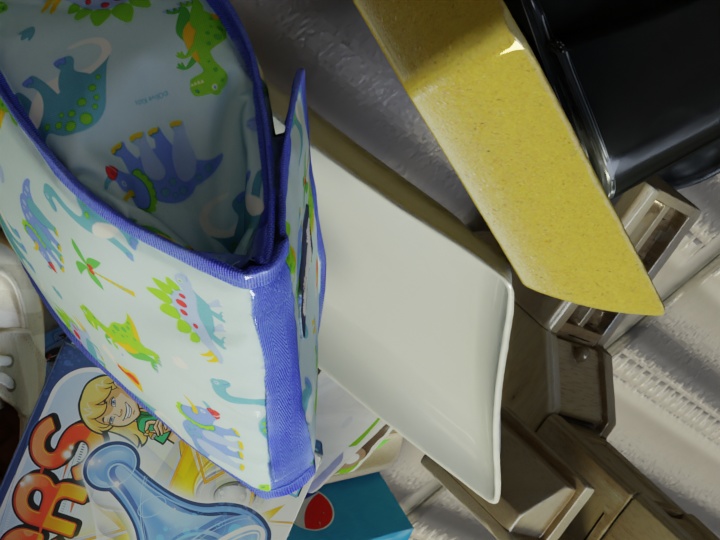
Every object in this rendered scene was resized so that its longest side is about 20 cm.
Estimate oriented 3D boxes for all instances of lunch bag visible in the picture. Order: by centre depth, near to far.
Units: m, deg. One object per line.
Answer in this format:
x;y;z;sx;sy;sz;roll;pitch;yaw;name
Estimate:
-0.077;-0.022;0.833;0.127;0.201;0.171;-25;147;-13;lunch bag

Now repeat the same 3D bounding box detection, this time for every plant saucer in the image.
0.039;-0.087;0.825;0.048;0.201;0.200;-31;139;5;plant saucer

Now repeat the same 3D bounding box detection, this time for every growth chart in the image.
-0.017;0.089;1.147;0.200;0.018;0.144;-43;151;19;growth chart

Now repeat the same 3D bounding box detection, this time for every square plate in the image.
0.000;0.000;0.945;0.028;0.200;0.199;-41;154;-24;square plate

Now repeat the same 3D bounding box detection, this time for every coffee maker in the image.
0.174;-0.108;0.956;0.199;0.193;0.135;-26;165;-9;coffee maker

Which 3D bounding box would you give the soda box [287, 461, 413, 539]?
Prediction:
-0.071;0.175;1.234;0.199;0.068;0.064;-11;142;-33;soda box

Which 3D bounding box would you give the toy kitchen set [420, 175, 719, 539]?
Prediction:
0.138;0.058;1.059;0.181;0.200;0.163;-54;146;11;toy kitchen set

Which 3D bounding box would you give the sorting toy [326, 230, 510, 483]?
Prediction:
-0.015;0.067;1.169;0.184;0.037;0.201;-9;141;-34;sorting toy

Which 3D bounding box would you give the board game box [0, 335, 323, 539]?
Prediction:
-0.118;0.148;0.944;0.034;0.135;0.201;-113;-134;-84;board game box

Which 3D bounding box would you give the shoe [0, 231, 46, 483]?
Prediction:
-0.182;0.075;0.960;0.069;0.053;0.201;-6;120;-25;shoe

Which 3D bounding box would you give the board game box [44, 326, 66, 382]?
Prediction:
-0.213;0.116;1.055;0.199;0.037;0.152;-27;148;-12;board game box

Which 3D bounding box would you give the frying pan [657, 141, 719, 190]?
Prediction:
0.166;-0.085;1.131;0.189;0.031;0.115;-10;142;-28;frying pan
